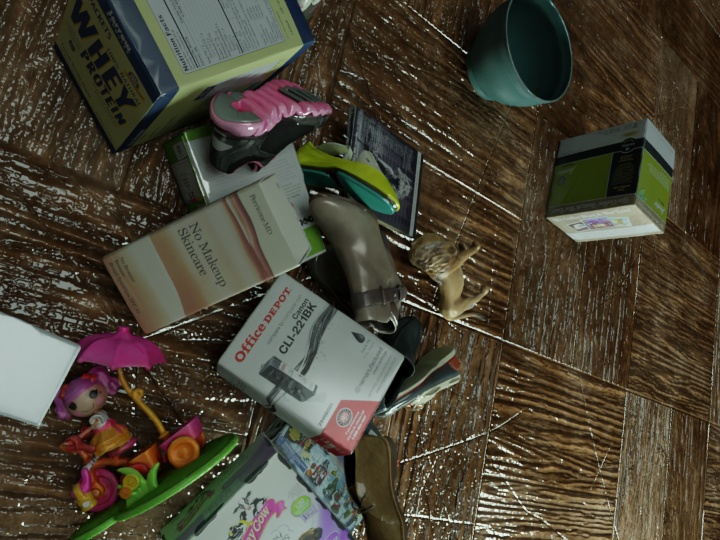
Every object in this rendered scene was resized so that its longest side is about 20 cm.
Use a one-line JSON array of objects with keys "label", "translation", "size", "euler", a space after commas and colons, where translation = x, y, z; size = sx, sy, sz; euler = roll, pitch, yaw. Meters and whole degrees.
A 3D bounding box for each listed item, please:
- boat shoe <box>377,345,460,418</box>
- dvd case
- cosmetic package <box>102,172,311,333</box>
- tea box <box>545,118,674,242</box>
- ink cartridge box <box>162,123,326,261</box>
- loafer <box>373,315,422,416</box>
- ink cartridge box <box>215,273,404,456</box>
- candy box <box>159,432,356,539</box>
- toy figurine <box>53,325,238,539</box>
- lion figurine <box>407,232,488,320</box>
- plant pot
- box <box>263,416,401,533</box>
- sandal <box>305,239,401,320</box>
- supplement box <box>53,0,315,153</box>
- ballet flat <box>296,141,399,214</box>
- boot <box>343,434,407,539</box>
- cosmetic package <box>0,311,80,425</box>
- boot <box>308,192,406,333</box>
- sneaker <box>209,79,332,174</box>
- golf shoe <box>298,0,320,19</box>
[{"label": "boat shoe", "translation": [0.095, 0.190, 0.897], "size": [0.199, 0.071, 0.063], "euler": [-25, 105, -40]}, {"label": "dvd case", "translation": [0.038, -0.148, 0.878], "size": [0.199, 0.016, 0.151], "euler": [19, 75, -51]}, {"label": "cosmetic package", "translation": [-0.168, -0.020, 0.626], "size": [0.198, 0.087, 0.104], "euler": [-25, 103, 10]}, {"label": "tea box", "translation": [0.526, -0.182, 1.170], "size": [0.133, 0.199, 0.199], "euler": [28, 72, -33]}, {"label": "ink cartridge box", "translation": [-0.147, -0.094, 0.727], "size": [0.147, 0.075, 0.203], "euler": [-27, 107, -36]}, {"label": "loafer", "translation": [0.056, 0.143, 0.842], "size": [0.201, 0.070, 0.069], "euler": [-51, 122, -44]}, {"label": "ink cartridge box", "translation": [-0.067, 0.121, 0.718], "size": [0.199, 0.084, 0.145], "euler": [34, 66, -2]}, {"label": "candy box", "translation": [-0.119, 0.341, 0.696], "size": [0.167, 0.071, 0.201], "euler": [-42, 111, -17]}, {"label": "toy figurine", "translation": [-0.266, 0.161, 0.608], "size": [0.198, 0.150, 0.186], "euler": [-29, 91, -10]}, {"label": "lion figurine", "translation": [0.154, 0.022, 0.953], "size": [0.122, 0.072, 0.202], "euler": [-28, 108, -28]}, {"label": "plant pot", "translation": [0.285, -0.398, 1.041], "size": [0.198, 0.133, 0.204], "euler": [4, 84, -36]}, {"label": "box", "translation": [-0.037, 0.262, 0.806], "size": [0.137, 0.040, 0.201], "euler": [-46, 113, -31]}, {"label": "sandal", "translation": [0.000, 0.023, 0.839], "size": [0.200, 0.054, 0.082], "euler": [45, 62, -33]}, {"label": "supplement box", "translation": [-0.199, -0.252, 0.617], "size": [0.199, 0.199, 0.136], "euler": [-35, 104, -34]}, {"label": "ballet flat", "translation": [-0.018, -0.137, 0.756], "size": [0.067, 0.198, 0.067], "euler": [-57, 145, -14]}, {"label": "boot", "translation": [0.013, 0.322, 0.744], "size": [0.075, 0.073, 0.202], "euler": [22, 46, -35]}, {"label": "cosmetic package", "translation": [-0.331, 0.074, 0.493], "size": [0.101, 0.199, 0.072], "euler": [32, 68, -30]}, {"label": "boot", "translation": [0.000, 0.000, 0.747], "size": [0.199, 0.070, 0.148], "euler": [28, 52, -49]}, {"label": "sneaker", "translation": [-0.111, -0.170, 0.674], "size": [0.079, 0.096, 0.199], "euler": [35, 37, 18]}, {"label": "golf shoe", "translation": [-0.064, -0.435, 0.807], "size": [0.077, 0.088, 0.202], "euler": [31, 67, -29]}]
